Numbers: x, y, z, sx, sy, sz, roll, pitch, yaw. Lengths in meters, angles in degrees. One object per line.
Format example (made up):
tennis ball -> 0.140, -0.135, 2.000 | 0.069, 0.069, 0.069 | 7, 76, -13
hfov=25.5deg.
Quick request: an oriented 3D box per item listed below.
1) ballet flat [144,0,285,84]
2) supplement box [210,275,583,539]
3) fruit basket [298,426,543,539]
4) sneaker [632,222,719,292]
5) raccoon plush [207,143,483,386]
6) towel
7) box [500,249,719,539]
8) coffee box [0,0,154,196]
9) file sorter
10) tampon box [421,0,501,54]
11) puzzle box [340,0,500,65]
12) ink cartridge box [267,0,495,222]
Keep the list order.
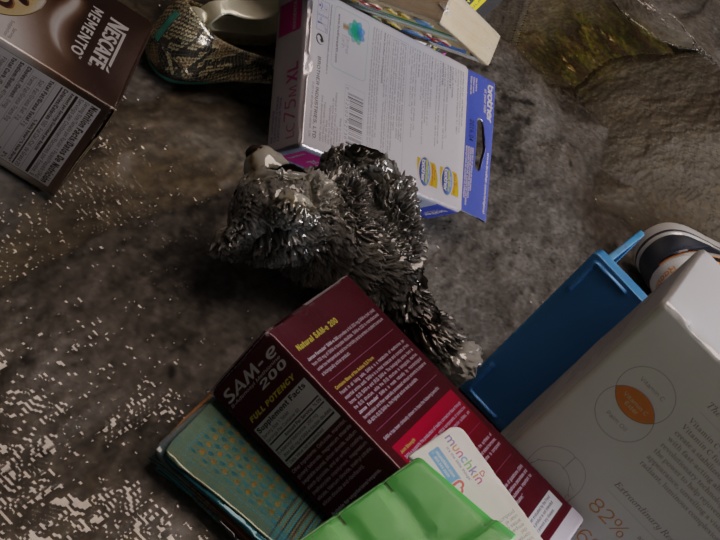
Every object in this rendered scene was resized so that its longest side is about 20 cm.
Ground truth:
ballet flat -> -0.065, -0.166, 1.148 | 0.200, 0.075, 0.068 | -1, 49, -48
supplement box -> 0.023, 0.105, 0.893 | 0.200, 0.061, 0.109 | 47, 29, 6
fruit basket -> 0.034, 0.204, 0.771 | 0.185, 0.094, 0.200 | -33, 87, -22
sneaker -> 0.323, 0.025, 1.336 | 0.200, 0.079, 0.079 | 14, 35, -21
raccoon plush -> 0.000, 0.000, 0.985 | 0.200, 0.097, 0.134 | 42, 26, 3
towel -> -0.023, 0.110, 0.916 | 0.147, 0.022, 0.200 | 43, 30, 1
box -> 0.178, 0.116, 0.949 | 0.152, 0.200, 0.106 | 46, 29, 4
coffee box -> -0.234, -0.148, 0.939 | 0.200, 0.080, 0.113 | 32, 33, -16
file sorter -> 0.200, 0.091, 1.068 | 0.200, 0.139, 0.123 | 47, 29, 8
tampon box -> 0.016, -0.282, 1.285 | 0.126, 0.150, 0.200 | 10, 43, -58
puzzle box -> -0.008, -0.201, 1.130 | 0.200, 0.025, 0.133 | 22, 1, 20
ink cartridge box -> 0.019, -0.112, 1.150 | 0.200, 0.042, 0.120 | 18, 68, -41
